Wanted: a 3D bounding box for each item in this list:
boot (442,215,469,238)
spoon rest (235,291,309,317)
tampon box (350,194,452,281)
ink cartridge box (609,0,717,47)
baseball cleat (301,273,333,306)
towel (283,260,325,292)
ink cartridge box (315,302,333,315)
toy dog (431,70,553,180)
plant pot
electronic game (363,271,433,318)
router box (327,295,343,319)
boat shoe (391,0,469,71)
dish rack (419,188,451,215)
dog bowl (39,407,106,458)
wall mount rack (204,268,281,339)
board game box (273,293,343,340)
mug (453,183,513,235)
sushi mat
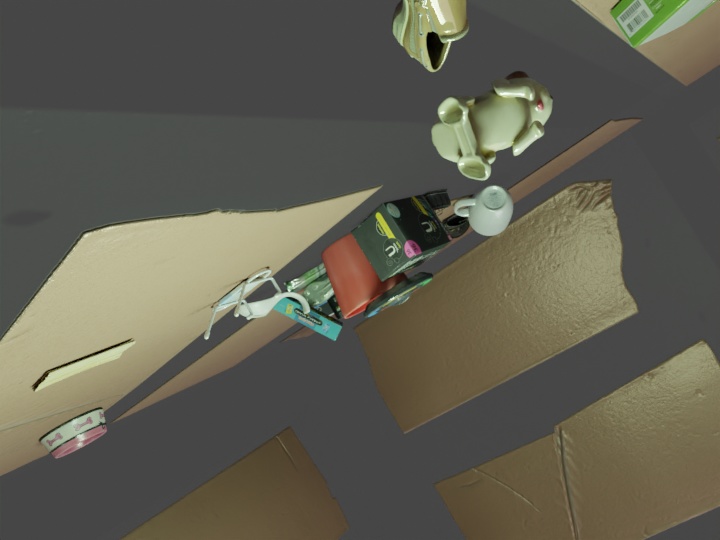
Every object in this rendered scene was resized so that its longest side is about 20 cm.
[{"bbox_3d":[0.371,-0.174,2.512,0.199,0.070,0.174,-25,172,-25],"label":"boot"},{"bbox_3d":[-0.237,0.091,1.771,0.198,0.061,0.099,-1,168,-23],"label":"spoon rest"},{"bbox_3d":[0.105,-0.085,1.631,0.126,0.151,0.199,-39,170,34],"label":"tampon box"},{"bbox_3d":[0.535,-0.464,1.082,0.199,0.076,0.148,-28,173,-29],"label":"ink cartridge box"},{"bbox_3d":[-0.079,0.036,1.893,0.199,0.070,0.106,-34,175,25],"label":"baseball cleat"},{"bbox_3d":[-0.126,0.004,1.860,0.199,0.031,0.149,-32,176,-8],"label":"towel"},{"bbox_3d":[-0.097,0.099,2.342,0.199,0.100,0.039,-29,172,-22],"label":"ink cartridge box"},{"bbox_3d":[0.231,-0.248,1.098,0.199,0.140,0.194,-28,-174,-15],"label":"toy dog"},{"bbox_3d":[0.000,0.000,1.703,0.199,0.178,0.200,-29,174,-4],"label":"plant pot"},{"bbox_3d":[0.094,0.062,1.635,0.199,0.042,0.200,-31,173,-4],"label":"electronic game"},{"bbox_3d":[-0.020,0.033,1.976,0.199,0.151,0.062,-30,173,5],"label":"router box"},{"bbox_3d":[0.078,-0.253,0.620,0.071,0.077,0.200,-30,173,-2],"label":"boat shoe"},{"bbox_3d":[0.147,-0.148,1.806,0.199,0.055,0.153,-32,172,30],"label":"dish rack"},{"bbox_3d":[-0.881,0.508,2.039,0.199,0.074,0.200,-30,174,-3],"label":"dog bowl"},{"bbox_3d":[-0.278,0.078,1.507,0.200,0.075,0.173,-36,171,32],"label":"wall mount rack"},{"bbox_3d":[-0.148,0.132,1.910,0.047,0.199,0.151,-62,179,-1],"label":"board game box"},{"bbox_3d":[0.411,-0.211,2.196,0.198,0.149,0.175,-1,166,5],"label":"mug"},{"bbox_3d":[-0.568,0.194,1.361,0.096,0.012,0.199,-37,171,39],"label":"sushi mat"}]
